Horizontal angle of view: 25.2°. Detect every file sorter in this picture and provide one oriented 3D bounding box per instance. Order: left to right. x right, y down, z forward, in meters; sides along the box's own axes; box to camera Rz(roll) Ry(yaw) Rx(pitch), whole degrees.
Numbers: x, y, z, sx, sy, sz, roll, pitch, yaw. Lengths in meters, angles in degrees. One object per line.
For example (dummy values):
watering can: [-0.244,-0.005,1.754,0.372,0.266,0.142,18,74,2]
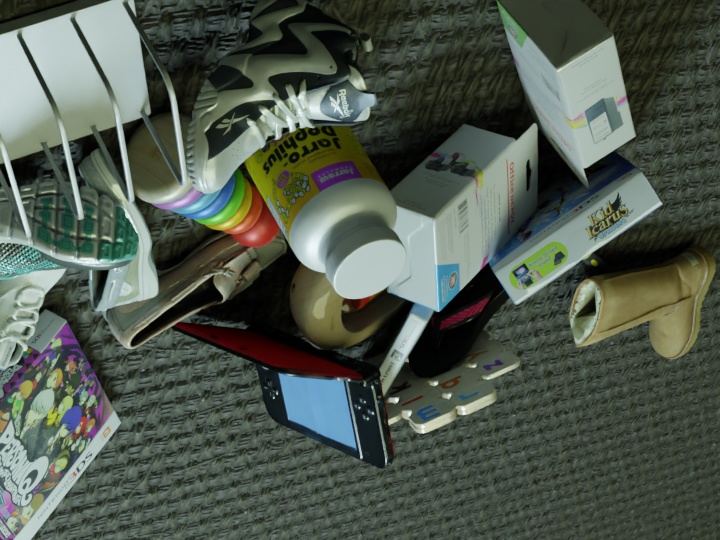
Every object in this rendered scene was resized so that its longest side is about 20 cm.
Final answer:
file sorter: [-0.257,-0.117,1.321,0.198,0.125,0.139,-20,142,-15]

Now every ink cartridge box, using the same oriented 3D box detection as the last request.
ink cartridge box: [0.104,-0.066,1.632,0.200,0.067,0.116,-43,141,-39]
ink cartridge box: [0.207,-0.185,1.583,0.067,0.117,0.200,-31,144,-3]

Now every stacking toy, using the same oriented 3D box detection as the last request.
stacking toy: [-0.138,-0.074,1.509,0.085,0.086,0.200,-38,150,9]

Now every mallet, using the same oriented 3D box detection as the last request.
mallet: [0.254,-0.016,1.889,0.066,0.041,0.200,-36,148,4]

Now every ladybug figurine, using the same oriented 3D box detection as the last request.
ladybug figurine: [0.000,0.000,1.659,0.199,0.072,0.137,-32,137,-34]

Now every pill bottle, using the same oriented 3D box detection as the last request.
pill bottle: [-0.032,-0.071,1.473,0.103,0.201,0.105,-20,143,-16]

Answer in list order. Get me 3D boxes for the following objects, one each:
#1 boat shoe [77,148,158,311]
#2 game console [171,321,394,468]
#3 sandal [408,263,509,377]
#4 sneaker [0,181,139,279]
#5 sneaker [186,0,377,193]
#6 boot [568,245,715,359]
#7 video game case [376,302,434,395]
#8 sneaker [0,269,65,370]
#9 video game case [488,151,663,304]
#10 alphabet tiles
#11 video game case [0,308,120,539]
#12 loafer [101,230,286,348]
boat shoe: [-0.233,-0.031,1.484,0.064,0.075,0.203,-26,151,-15]
game console: [-0.080,0.127,1.649,0.118,0.199,0.174,-29,121,-34]
sandal: [0.119,0.034,1.808,0.200,0.075,0.045,-47,133,-5]
sneaker: [-0.292,-0.029,1.413,0.198,0.078,0.091,10,149,-1]
sneaker: [-0.056,-0.140,1.360,0.080,0.129,0.200,80,33,-54]
boot: [0.337,0.057,1.991,0.199,0.066,0.176,-17,131,-34]
video game case: [0.053,0.064,1.736,0.183,0.023,0.200,-62,178,35]
sneaker: [-0.325,0.042,1.490,0.074,0.087,0.200,22,118,-46]
video game case: [0.215,-0.053,1.702,0.181,0.200,0.046,-34,101,5]
alphabet tiles: [0.073,0.124,1.798,0.194,0.200,0.015,-23,113,-13]
video game case: [-0.330,0.165,1.604,0.182,0.036,0.201,-54,152,-26]
loafer: [-0.158,0.019,1.603,0.199,0.063,0.072,-25,144,-9]
